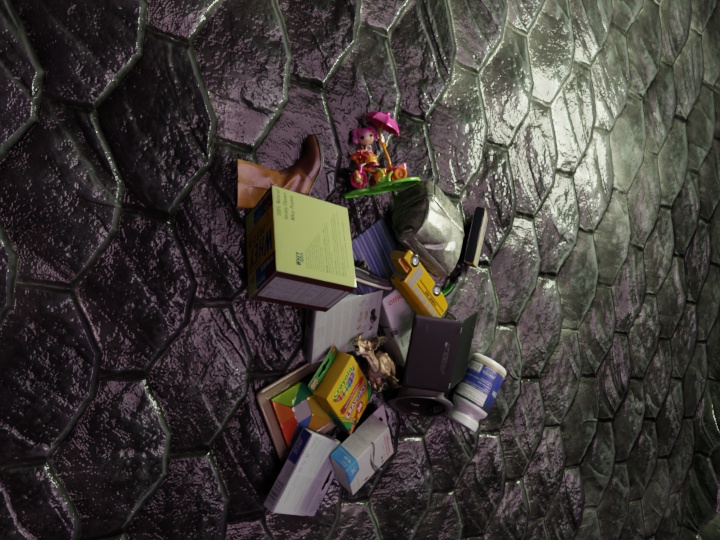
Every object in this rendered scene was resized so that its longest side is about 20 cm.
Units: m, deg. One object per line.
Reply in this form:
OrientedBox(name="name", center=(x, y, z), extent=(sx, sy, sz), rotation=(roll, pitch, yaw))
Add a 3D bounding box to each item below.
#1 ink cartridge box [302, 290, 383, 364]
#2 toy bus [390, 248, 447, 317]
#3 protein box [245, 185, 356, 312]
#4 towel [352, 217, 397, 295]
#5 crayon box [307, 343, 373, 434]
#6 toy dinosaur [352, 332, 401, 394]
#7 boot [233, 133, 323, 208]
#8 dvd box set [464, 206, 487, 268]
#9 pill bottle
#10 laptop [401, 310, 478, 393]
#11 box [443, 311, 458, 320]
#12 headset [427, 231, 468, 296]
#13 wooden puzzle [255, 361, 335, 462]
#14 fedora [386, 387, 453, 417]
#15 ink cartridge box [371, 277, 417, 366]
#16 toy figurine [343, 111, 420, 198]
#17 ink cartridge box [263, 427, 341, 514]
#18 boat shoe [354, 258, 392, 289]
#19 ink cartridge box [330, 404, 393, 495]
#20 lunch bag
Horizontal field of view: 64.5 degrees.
OrientedBox(name="ink cartridge box", center=(-0.044, 0.128, 1.395), extent=(0.196, 0.057, 0.167), rotation=(-16, 127, -36))
OrientedBox(name="toy bus", center=(0.140, 0.037, 1.425), extent=(0.079, 0.064, 0.201), rotation=(-49, 120, -17))
OrientedBox(name="protein box", center=(-0.132, -0.041, 1.238), extent=(0.195, 0.134, 0.205), rotation=(12, 57, -34))
OrientedBox(name="towel", center=(0.015, -0.020, 1.459), extent=(0.198, 0.024, 0.148), rotation=(-38, 112, -26))
OrientedBox(name="crayon box", center=(-0.044, 0.293, 1.400), extent=(0.129, 0.050, 0.202), rotation=(-56, 139, -27))
OrientedBox(name="toy dinosaur", center=(0.050, 0.234, 1.455), extent=(0.083, 0.200, 0.140), rotation=(-18, 70, 7))
OrientedBox(name="boot", center=(-0.187, -0.225, 1.282), extent=(0.194, 0.068, 0.195), rotation=(6, 101, -27))
OrientedBox(name="dvd box set", center=(0.321, -0.087, 1.577), extent=(0.200, 0.028, 0.152), rotation=(9, 93, -76))
OrientedBox(name="pill bottle", center=(0.339, 0.360, 1.677), extent=(0.115, 0.115, 0.204), rotation=(36, 78, -32))
OrientedBox(name="laptop", center=(0.207, 0.199, 1.465), extent=(0.193, 0.116, 0.194), rotation=(8, 104, -6))
OrientedBox(name="box", center=(0.240, 0.209, 1.559), extent=(0.145, 0.036, 0.200), rotation=(-58, 149, -4))
OrientedBox(name="headset", center=(0.238, -0.015, 1.566), extent=(0.120, 0.093, 0.207), rotation=(11, 101, -34))
OrientedBox(name="wooden puzzle", center=(-0.145, 0.341, 1.392), extent=(0.182, 0.037, 0.206), rotation=(-27, 111, -29))
OrientedBox(name="fedora", center=(0.162, 0.328, 1.540), extent=(0.199, 0.172, 0.093), rotation=(39, 47, -45))
OrientedBox(name="ink cartridge box", center=(0.117, 0.122, 1.508), extent=(0.144, 0.085, 0.205), rotation=(-32, 112, -26))
OrientedBox(name="toy figurine", center=(0.034, -0.289, 1.392), extent=(0.193, 0.150, 0.191), rotation=(-12, 91, -6))
OrientedBox(name="ink cartridge box", center=(-0.128, 0.501, 1.407), extent=(0.204, 0.040, 0.200), rotation=(-61, 146, -10))
OrientedBox(name="boat shoe", center=(0.000, 0.000, 1.396), extent=(0.195, 0.072, 0.065), rotation=(17, 83, -26))
OrientedBox(name="ink cartridge box", center=(0.020, 0.462, 1.478), extent=(0.198, 0.066, 0.118), rotation=(-38, 137, -27))
OrientedBox(name="lunch bag", center=(0.169, -0.098, 1.443), extent=(0.200, 0.136, 0.172), rotation=(42, 38, -37))
